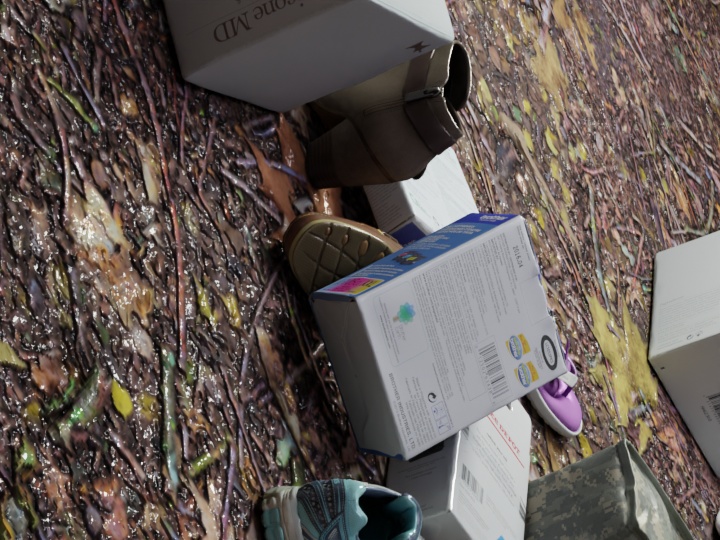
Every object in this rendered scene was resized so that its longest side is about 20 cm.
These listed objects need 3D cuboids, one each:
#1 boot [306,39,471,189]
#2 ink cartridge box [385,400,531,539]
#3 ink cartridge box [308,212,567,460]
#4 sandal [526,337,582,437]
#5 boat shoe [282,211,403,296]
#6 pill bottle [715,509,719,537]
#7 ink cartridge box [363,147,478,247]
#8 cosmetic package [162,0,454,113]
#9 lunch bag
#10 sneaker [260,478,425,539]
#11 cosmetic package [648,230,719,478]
[{"bbox_3d":[0.021,-0.154,1.684,0.070,0.145,0.202,36,40,-48],"label":"boot"},{"bbox_3d":[0.080,0.165,1.659,0.116,0.066,0.201,54,29,-31],"label":"ink cartridge box"},{"bbox_3d":[0.074,0.042,1.587,0.199,0.076,0.138,-25,107,-27],"label":"ink cartridge box"},{"bbox_3d":[0.173,0.077,1.948,0.203,0.049,0.083,58,27,-26],"label":"sandal"},{"bbox_3d":[0.001,0.000,1.635,0.199,0.072,0.068,27,14,-48],"label":"boat shoe"},{"bbox_3d":[0.489,0.351,2.337,0.201,0.110,0.111,65,24,-11],"label":"pill bottle"},{"bbox_3d":[0.051,-0.069,1.797,0.196,0.043,0.201,40,23,-49],"label":"ink cartridge box"},{"bbox_3d":[-0.052,-0.253,1.579,0.166,0.166,0.202,13,59,-63],"label":"cosmetic package"},{"bbox_3d":[0.200,0.263,1.720,0.200,0.163,0.118,50,25,-36],"label":"lunch bag"},{"bbox_3d":[0.014,0.197,1.469,0.200,0.086,0.078,30,46,-55],"label":"sneaker"},{"bbox_3d":[0.435,0.093,2.410,0.200,0.122,0.201,56,26,-28],"label":"cosmetic package"}]
